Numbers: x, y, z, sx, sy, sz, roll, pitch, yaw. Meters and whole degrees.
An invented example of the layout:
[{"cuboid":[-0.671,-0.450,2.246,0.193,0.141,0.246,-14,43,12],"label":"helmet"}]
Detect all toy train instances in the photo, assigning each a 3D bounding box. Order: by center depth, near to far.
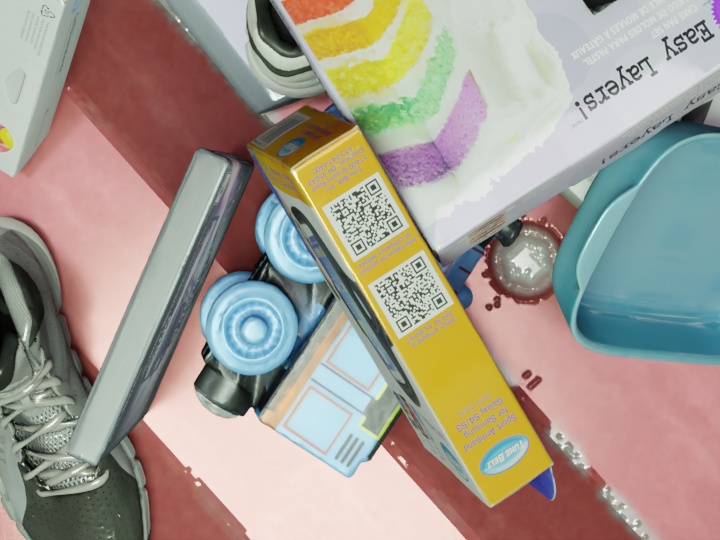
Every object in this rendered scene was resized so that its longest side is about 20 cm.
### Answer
[{"cuboid":[0.000,0.000,1.063,0.114,0.087,0.201,33,90,-9],"label":"toy train"}]

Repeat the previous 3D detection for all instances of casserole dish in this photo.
[{"cuboid":[0.165,-0.016,1.024,0.039,0.199,0.122,43,115,39],"label":"casserole dish"}]

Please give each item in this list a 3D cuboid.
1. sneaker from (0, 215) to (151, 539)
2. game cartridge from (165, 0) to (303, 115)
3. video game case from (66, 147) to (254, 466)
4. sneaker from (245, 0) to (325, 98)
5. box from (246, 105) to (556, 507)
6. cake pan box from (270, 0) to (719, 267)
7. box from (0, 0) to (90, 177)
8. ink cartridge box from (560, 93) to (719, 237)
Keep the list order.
[{"cuboid":[-0.167,0.072,1.049,0.074,0.115,0.201,-23,91,2],"label":"sneaker"},{"cuboid":[-0.006,-0.179,1.078,0.200,0.040,0.134,-40,94,2],"label":"game cartridge"},{"cuboid":[-0.090,0.011,1.003,0.019,0.200,0.144,24,92,0],"label":"video game case"},{"cuboid":[-0.007,-0.182,1.023,0.073,0.080,0.202,13,91,2],"label":"sneaker"},{"cuboid":[0.021,0.023,0.968,0.041,0.119,0.201,-30,103,-7],"label":"box"},{"cuboid":[0.068,-0.131,0.947,0.199,0.052,0.185,-31,82,0],"label":"cake pan box"},{"cuboid":[-0.230,-0.149,1.028,0.199,0.156,0.041,33,56,1],"label":"box"},{"cuboid":[0.136,-0.142,1.036,0.144,0.084,0.200,41,92,-16],"label":"ink cartridge box"}]
